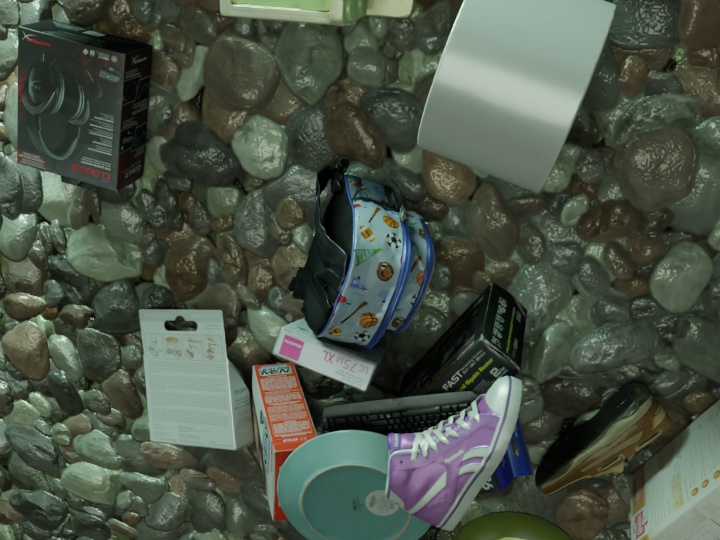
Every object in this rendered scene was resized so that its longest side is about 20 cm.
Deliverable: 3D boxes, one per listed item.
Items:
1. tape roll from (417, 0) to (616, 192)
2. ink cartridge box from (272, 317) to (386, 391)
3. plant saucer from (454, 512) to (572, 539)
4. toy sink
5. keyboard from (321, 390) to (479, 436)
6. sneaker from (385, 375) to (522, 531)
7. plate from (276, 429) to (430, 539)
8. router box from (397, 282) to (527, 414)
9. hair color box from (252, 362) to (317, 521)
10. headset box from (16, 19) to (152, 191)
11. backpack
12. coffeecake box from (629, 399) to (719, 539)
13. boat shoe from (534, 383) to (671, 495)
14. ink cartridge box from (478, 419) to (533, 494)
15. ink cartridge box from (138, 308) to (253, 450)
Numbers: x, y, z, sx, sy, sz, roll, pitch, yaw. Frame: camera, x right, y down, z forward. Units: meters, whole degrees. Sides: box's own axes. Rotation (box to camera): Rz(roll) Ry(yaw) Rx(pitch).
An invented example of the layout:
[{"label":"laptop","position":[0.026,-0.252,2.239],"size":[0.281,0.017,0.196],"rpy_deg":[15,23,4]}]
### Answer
[{"label":"tape roll","position":[0.158,-0.197,0.869],"size":[0.139,0.203,0.203],"rpy_deg":[23,117,6]},{"label":"ink cartridge box","position":[-0.032,0.099,1.058],"size":[0.119,0.200,0.042],"rpy_deg":[22,95,5]},{"label":"plant saucer","position":[0.226,0.441,1.225],"size":[0.199,0.031,0.201],"rpy_deg":[6,115,13]},{"label":"toy sink","position":[-0.044,-0.340,0.916],"size":[0.199,0.112,0.131],"rpy_deg":[9,116,12]},{"label":"keyboard","position":[0.055,0.208,1.008],"size":[0.199,0.021,0.128],"rpy_deg":[-9,112,18]},{"label":"sneaker","position":[0.094,0.189,0.935],"size":[0.114,0.073,0.201],"rpy_deg":[27,104,-3]},{"label":"plate","position":[-0.004,0.278,1.020],"size":[0.199,0.026,0.201],"rpy_deg":[2,118,5]},{"label":"router box","position":[0.119,0.128,1.051],"size":[0.062,0.150,0.200],"rpy_deg":[37,118,-4]},{"label":"hair color box","position":[-0.103,0.222,1.129],"size":[0.064,0.200,0.111],"rpy_deg":[-3,115,-13]},{"label":"headset box","position":[-0.357,-0.203,1.088],"size":[0.148,0.077,0.201],"rpy_deg":[17,115,9]},{"label":"backpack","position":[0.000,0.000,1.009],"size":[0.153,0.191,0.201],"rpy_deg":[13,117,-8]},{"label":"coffeecake box","position":[0.419,0.254,1.016],"size":[0.073,0.154,0.200],"rpy_deg":[37,118,-2]},{"label":"boat shoe","position":[0.311,0.231,1.084],"size":[0.074,0.076,0.200],"rpy_deg":[40,118,-7]},{"label":"ink cartridge box","position":[0.131,0.261,1.170],"size":[0.199,0.039,0.100],"rpy_deg":[-11,108,20]},{"label":"ink cartridge box","position":[-0.238,0.154,1.221],"size":[0.162,0.057,0.201],"rpy_deg":[-1,92,29]}]
